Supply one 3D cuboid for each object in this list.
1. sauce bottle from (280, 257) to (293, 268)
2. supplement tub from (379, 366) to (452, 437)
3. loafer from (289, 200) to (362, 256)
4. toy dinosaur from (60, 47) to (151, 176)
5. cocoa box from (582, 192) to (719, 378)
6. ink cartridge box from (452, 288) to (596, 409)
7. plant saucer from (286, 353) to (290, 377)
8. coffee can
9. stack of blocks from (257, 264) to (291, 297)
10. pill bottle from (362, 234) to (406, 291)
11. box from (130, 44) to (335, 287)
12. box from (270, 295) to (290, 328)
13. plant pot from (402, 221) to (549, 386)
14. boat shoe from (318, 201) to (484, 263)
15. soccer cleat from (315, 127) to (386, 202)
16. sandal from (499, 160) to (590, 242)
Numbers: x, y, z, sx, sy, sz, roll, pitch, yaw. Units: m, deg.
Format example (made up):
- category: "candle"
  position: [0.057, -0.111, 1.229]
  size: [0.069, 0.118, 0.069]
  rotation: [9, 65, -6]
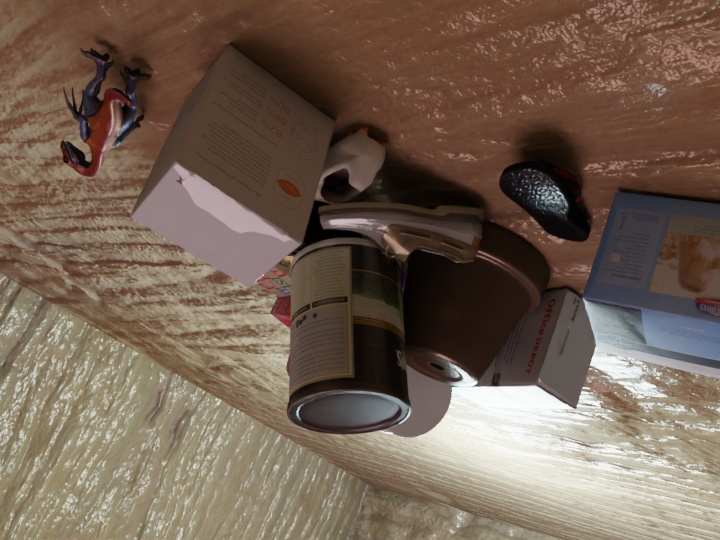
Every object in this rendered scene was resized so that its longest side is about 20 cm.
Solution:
- category: "sauce bottle"
  position: [-0.138, -0.050, 1.250]
  size: [0.199, 0.066, 0.066]
  rotation: [24, 160, -4]
- category: "supplement tub"
  position: [0.040, 0.162, 1.214]
  size: [0.145, 0.146, 0.200]
  rotation: [33, 176, -23]
- category: "loafer"
  position: [-0.091, -0.053, 1.058]
  size: [0.199, 0.073, 0.071]
  rotation: [17, 149, 11]
- category: "toy dinosaur"
  position: [-0.341, -0.185, 1.015]
  size: [0.105, 0.200, 0.182]
  rotation: [19, 117, -15]
- category: "cocoa box"
  position: [0.342, 0.020, 0.793]
  size: [0.199, 0.134, 0.131]
  rotation: [11, 156, 31]
- category: "ink cartridge box"
  position: [0.231, 0.116, 1.132]
  size: [0.084, 0.147, 0.200]
  rotation: [32, 159, -22]
- category: "plant saucer"
  position: [-0.048, 0.137, 1.468]
  size: [0.200, 0.200, 0.051]
  rotation: [-1, 117, 48]
- category: "coffee can"
  position: [-0.016, 0.082, 0.981]
  size: [0.145, 0.201, 0.147]
  rotation: [-2, 150, -1]
- category: "stack of blocks"
  position: [-0.172, -0.033, 1.338]
  size: [0.200, 0.059, 0.115]
  rotation: [35, 157, -27]
- category: "pill bottle"
  position: [0.000, 0.000, 1.152]
  size: [0.112, 0.113, 0.200]
  rotation: [14, 157, 26]
- category: "box"
  position: [-0.131, -0.113, 0.863]
  size: [0.152, 0.201, 0.106]
  rotation: [33, 135, -22]
- category: "box"
  position: [-0.051, 0.064, 1.390]
  size: [0.199, 0.096, 0.100]
  rotation: [1, 148, 47]
- category: "plant pot"
  position: [0.127, 0.050, 1.049]
  size: [0.199, 0.175, 0.200]
  rotation: [22, 159, 9]
- category: "boat shoe"
  position: [0.048, -0.045, 0.947]
  size: [0.199, 0.069, 0.075]
  rotation: [3, -177, -3]
- category: "soccer cleat"
  position: [-0.039, -0.113, 0.968]
  size: [0.069, 0.078, 0.200]
  rotation: [32, 158, -21]
- category: "sandal"
  position: [0.202, -0.082, 0.846]
  size: [0.075, 0.045, 0.200]
  rotation: [18, 174, 30]
